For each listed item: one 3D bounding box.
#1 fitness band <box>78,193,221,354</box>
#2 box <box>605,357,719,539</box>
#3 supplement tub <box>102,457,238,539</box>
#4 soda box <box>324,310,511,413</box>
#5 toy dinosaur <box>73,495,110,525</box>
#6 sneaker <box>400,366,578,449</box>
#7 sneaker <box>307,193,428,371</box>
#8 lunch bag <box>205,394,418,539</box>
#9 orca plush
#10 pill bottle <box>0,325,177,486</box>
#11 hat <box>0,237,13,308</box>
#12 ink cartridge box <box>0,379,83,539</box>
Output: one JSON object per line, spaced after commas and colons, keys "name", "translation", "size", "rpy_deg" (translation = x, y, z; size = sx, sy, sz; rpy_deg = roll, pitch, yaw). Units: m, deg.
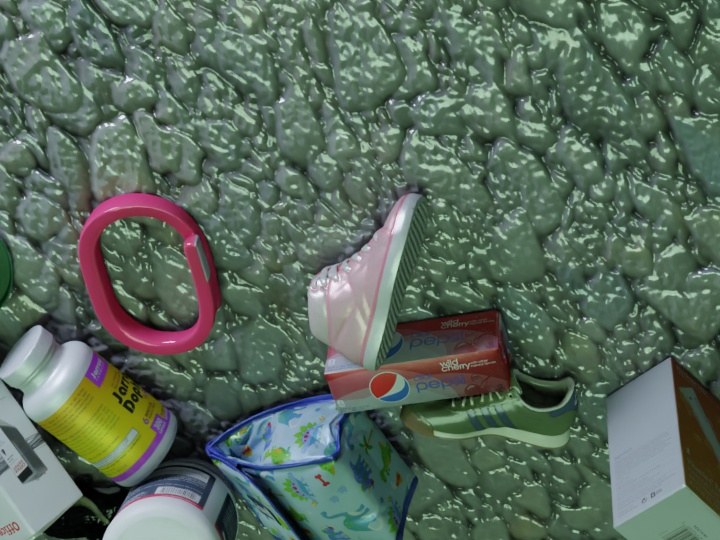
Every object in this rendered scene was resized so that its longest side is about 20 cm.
{"name": "fitness band", "translation": [-0.230, 0.006, 1.638], "size": [0.142, 0.038, 0.202], "rpy_deg": [-2, 126, 11]}
{"name": "box", "translation": [0.344, 0.216, 1.623], "size": [0.124, 0.201, 0.097], "rpy_deg": [40, 121, -23]}
{"name": "supplement tub", "translation": [-0.216, 0.305, 1.734], "size": [0.139, 0.200, 0.142], "rpy_deg": [0, 99, 2]}
{"name": "soda box", "translation": [0.064, 0.101, 1.650], "size": [0.198, 0.070, 0.064], "rpy_deg": [-10, 126, 14]}
{"name": "toy dinosaur", "translation": [-0.398, 0.271, 1.833], "size": [0.198, 0.048, 0.089], "rpy_deg": [-3, 125, 30]}
{"name": "sneaker", "translation": [0.149, 0.141, 1.675], "size": [0.198, 0.067, 0.090], "rpy_deg": [8, 128, -7]}
{"name": "sneaker", "translation": [0.000, 0.000, 1.579], "size": [0.104, 0.075, 0.202], "rpy_deg": [23, 114, 16]}
{"name": "lunch bag", "translation": [-0.062, 0.246, 1.750], "size": [0.198, 0.128, 0.171], "rpy_deg": [-11, 129, 31]}
{"name": "orca plush", "translation": [-0.312, 0.320, 1.859], "size": [0.198, 0.071, 0.106], "rpy_deg": [8, 128, 0]}
{"name": "pill bottle", "translation": [-0.312, 0.151, 1.711], "size": [0.104, 0.105, 0.200], "rpy_deg": [-35, 117, 28]}
{"name": "hat", "translation": [-0.478, 0.052, 1.608], "size": [0.164, 0.177, 0.201], "rpy_deg": [18, 127, -7]}
{"name": "ink cartridge box", "translation": [-0.429, 0.218, 1.721], "size": [0.201, 0.083, 0.146], "rpy_deg": [55, 140, -4]}
